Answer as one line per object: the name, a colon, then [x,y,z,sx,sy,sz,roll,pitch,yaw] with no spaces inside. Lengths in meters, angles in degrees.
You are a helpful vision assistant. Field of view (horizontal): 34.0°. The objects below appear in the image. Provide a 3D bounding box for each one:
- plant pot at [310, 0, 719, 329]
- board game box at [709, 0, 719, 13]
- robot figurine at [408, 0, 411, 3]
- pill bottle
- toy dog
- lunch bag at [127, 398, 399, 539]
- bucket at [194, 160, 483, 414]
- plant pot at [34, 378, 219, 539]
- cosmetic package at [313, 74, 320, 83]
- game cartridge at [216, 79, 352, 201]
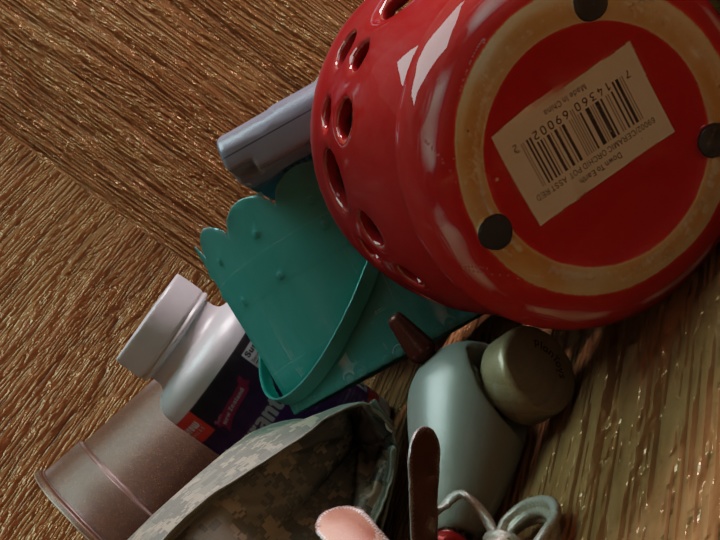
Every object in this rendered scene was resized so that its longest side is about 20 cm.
plant pot: [0.087,-0.067,0.607,0.201,0.200,0.182,-54,18,0]
board game box: [0.188,-0.149,0.609,0.032,0.120,0.200,-54,8,-7]
robot figurine: [0.070,-0.270,0.856,0.116,0.201,0.144,16,44,44]
pill bottle: [-0.085,0.093,0.919,0.112,0.200,0.111,-53,7,10]
toy dog: [0.031,0.094,0.588,0.132,0.096,0.200,-50,8,30]
lunch bag: [-0.062,0.168,0.738,0.200,0.118,0.164,-44,3,-20]
bucket: [0.000,0.000,0.807,0.206,0.135,0.207,-28,-6,-3]
plant pot: [-0.161,0.182,1.096,0.198,0.200,0.200,-48,6,-12]
cosmetic package: [0.015,-0.091,1.123,0.071,0.200,0.105,-45,12,44]
game cartridge: [-0.012,-0.092,0.780,0.132,0.041,0.200,-24,-4,5]
